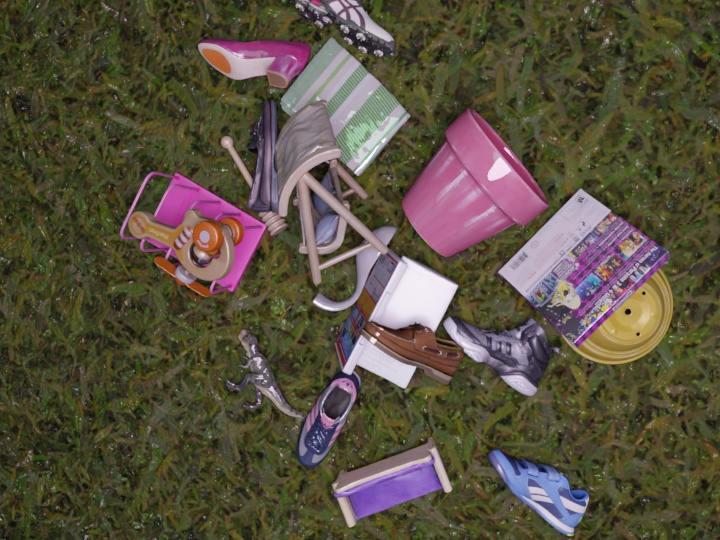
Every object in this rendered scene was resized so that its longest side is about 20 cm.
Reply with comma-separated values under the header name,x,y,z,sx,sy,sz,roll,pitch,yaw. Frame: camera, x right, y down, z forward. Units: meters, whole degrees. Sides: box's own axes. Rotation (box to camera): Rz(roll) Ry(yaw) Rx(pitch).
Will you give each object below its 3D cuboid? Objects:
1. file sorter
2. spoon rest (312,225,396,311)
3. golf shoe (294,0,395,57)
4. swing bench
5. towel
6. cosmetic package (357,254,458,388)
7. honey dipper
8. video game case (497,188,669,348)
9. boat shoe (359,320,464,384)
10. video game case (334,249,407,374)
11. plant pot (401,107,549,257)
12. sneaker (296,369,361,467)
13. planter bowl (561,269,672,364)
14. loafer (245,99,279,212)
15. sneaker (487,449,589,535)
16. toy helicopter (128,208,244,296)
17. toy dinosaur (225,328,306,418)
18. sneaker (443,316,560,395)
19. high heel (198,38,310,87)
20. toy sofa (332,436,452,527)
name,x,y,z,sx,sy,sz,roll,pitch,yaw
file sorter,-0.295,-0.067,0.998,0.198,0.125,0.140,30,97,4
spoon rest,0.000,0.000,0.992,0.060,0.100,0.200,41,112,-6
golf shoe,-0.017,-0.443,0.968,0.199,0.077,0.089,32,89,3
swing bench,-0.064,-0.129,0.893,0.128,0.200,0.201,-23,125,7
towel,-0.028,-0.288,1.005,0.200,0.023,0.153,43,96,4
cosmetic package,0.076,0.085,0.985,0.112,0.081,0.202,25,97,3
honey dipper,-0.199,-0.157,1.028,0.038,0.038,0.201,-33,87,8
video game case,0.356,-0.008,0.923,0.200,0.036,0.182,-47,53,7
boat shoe,0.084,0.113,0.898,0.199,0.072,0.068,29,95,-35
video game case,0.014,0.063,0.961,0.017,0.143,0.202,26,97,-12
plant pot,0.172,-0.126,0.915,0.179,0.200,0.201,-40,88,22
sneaker,-0.066,0.272,1.013,0.069,0.082,0.202,25,96,4
planter bowl,0.433,0.064,0.940,0.197,0.083,0.204,0,94,6
loafer,-0.173,-0.201,0.989,0.062,0.072,0.203,-3,84,-5
sneaker,0.308,0.366,0.982,0.199,0.074,0.083,38,95,-4
toy helicopter,-0.291,-0.039,0.912,0.198,0.079,0.134,21,106,15
toy dinosaur,-0.190,0.211,1.045,0.088,0.047,0.201,-32,93,1
sneaker,0.245,0.116,0.973,0.199,0.076,0.114,36,96,-3
high heel,-0.190,-0.392,1.009,0.198,0.068,0.097,19,62,19
toy sofa,0.055,0.378,0.998,0.198,0.098,0.084,-22,90,7
